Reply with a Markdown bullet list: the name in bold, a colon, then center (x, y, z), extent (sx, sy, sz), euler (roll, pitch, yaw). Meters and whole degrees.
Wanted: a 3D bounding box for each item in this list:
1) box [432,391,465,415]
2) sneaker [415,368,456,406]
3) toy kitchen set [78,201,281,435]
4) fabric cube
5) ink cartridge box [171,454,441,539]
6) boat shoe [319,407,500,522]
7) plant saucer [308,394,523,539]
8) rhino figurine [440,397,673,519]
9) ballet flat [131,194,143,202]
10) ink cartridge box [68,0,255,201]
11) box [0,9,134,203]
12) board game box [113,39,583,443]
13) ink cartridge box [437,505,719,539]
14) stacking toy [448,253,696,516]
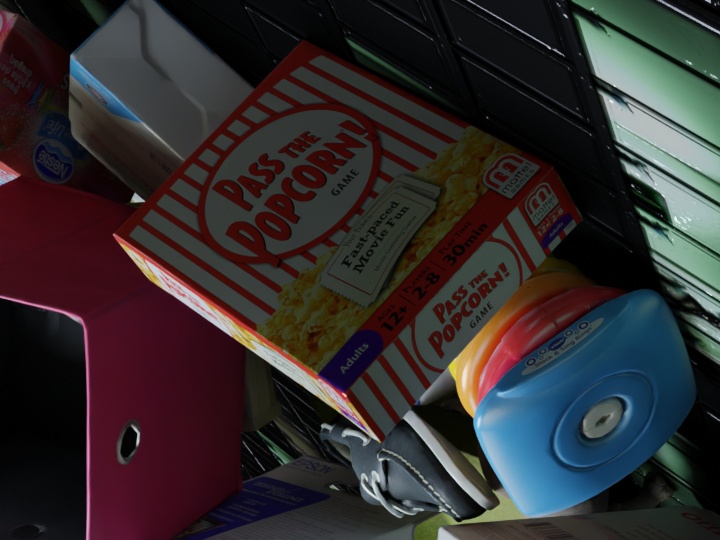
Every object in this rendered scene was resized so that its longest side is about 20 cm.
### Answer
- **box**: center (0.063, 0.100, 1.445), extent (0.200, 0.050, 0.075), euler (41, 165, 8)
- **sneaker**: center (0.000, 0.000, 1.237), extent (0.200, 0.082, 0.074), euler (41, 170, 16)
- **toy kitchen set**: center (-0.136, 0.013, 1.485), extent (0.200, 0.180, 0.163), euler (-2, 105, 27)
- **fabric cube**: center (-0.201, 0.071, 1.314), extent (0.200, 0.199, 0.196), euler (13, 111, 24)
- **ink cartridge box**: center (-0.060, 0.181, 1.343), extent (0.198, 0.200, 0.043), euler (8, 112, 56)
- **boat shoe**: center (0.026, 0.118, 1.226), extent (0.076, 0.060, 0.200), euler (48, 177, -14)
- **plant saucer**: center (0.081, 0.161, 1.383), extent (0.200, 0.048, 0.200), euler (17, 144, 49)
- **rhino figurine**: center (0.111, 0.104, 1.220), extent (0.060, 0.087, 0.200), euler (27, 160, 50)
- **ballet flat**: center (-0.172, -0.049, 1.680), extent (0.071, 0.071, 0.200), euler (27, 159, 51)
- **ink cartridge box**: center (-0.128, -0.099, 1.341), extent (0.116, 0.067, 0.200), euler (42, 167, 0)
- **box**: center (-0.245, -0.111, 1.467), extent (0.103, 0.095, 0.200), euler (18, 169, 30)
- **board game box**: center (-0.011, -0.021, 1.035), extent (0.200, 0.152, 0.046), euler (31, 163, 43)
- **ink cartridge box**: center (0.156, 0.200, 1.153), extent (0.200, 0.086, 0.148), euler (2, -164, -34)
- **stacking toy**: center (0.075, 0.019, 1.075), extent (0.200, 0.116, 0.110), euler (51, 172, 44)
